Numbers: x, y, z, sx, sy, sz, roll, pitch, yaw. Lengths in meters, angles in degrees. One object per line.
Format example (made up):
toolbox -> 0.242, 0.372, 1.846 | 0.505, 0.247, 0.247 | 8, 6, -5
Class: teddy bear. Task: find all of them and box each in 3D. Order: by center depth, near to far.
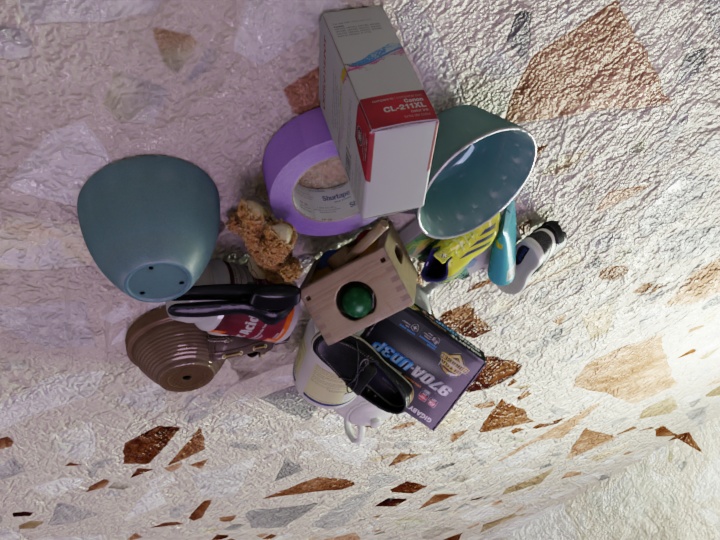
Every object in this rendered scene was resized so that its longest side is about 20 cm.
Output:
teddy bear -> -0.140, -0.034, 1.069 | 0.144, 0.067, 0.200 | 39, 163, -9

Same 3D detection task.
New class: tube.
tube -> 0.246, -0.044, 1.240 | 0.049, 0.079, 0.201 | 7, 150, 11

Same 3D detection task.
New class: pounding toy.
pounding toy -> 0.000, 0.000, 1.142 | 0.182, 0.200, 0.144 | -27, 103, 14

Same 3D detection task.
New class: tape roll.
tape roll -> -0.038, -0.138, 1.037 | 0.196, 0.066, 0.202 | -12, 145, -8

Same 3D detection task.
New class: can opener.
can opener -> -0.188, 0.041, 1.081 | 0.196, 0.064, 0.080 | 0, 133, -14

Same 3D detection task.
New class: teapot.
teapot -> 0.015, 0.272, 1.575 | 0.195, 0.148, 0.200 | -24, 147, 11

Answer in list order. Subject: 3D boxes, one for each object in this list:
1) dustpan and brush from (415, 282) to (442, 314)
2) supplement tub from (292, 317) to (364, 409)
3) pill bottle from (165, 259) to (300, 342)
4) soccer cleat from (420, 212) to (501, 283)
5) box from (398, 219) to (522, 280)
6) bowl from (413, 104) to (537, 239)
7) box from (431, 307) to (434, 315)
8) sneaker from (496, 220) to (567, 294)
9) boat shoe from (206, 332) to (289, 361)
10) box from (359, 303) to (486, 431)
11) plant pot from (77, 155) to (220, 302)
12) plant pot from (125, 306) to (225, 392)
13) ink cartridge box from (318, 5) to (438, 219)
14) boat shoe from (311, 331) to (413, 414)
dustpan and brush -> 0.099, 0.058, 1.293 | 0.199, 0.057, 0.140 | -36, 107, 3
supplement tub -> -0.045, 0.156, 1.382 | 0.142, 0.147, 0.201 | -3, 144, -21
pill bottle -> -0.205, 0.048, 1.180 | 0.198, 0.116, 0.114 | 14, 136, -39
soccer cleat -> 0.162, -0.044, 1.191 | 0.083, 0.065, 0.201 | -18, 154, -35
box -> 0.174, -0.058, 1.274 | 0.144, 0.037, 0.198 | -38, 140, 27
bowl -> 0.140, -0.153, 1.037 | 0.198, 0.106, 0.202 | -25, 149, -16
box -> 0.092, 0.139, 1.370 | 0.116, 0.203, 0.060 | -34, 142, 28
sneaker -> 0.324, -0.026, 1.358 | 0.111, 0.074, 0.200 | -33, 170, -20
boat shoe -> -0.195, 0.126, 1.299 | 0.071, 0.061, 0.199 | 5, -179, 33
box -> 0.090, 0.154, 1.241 | 0.198, 0.046, 0.160 | 35, 106, -6
plant pot -> -0.284, -0.038, 1.004 | 0.196, 0.137, 0.202 | -12, 146, -8
plant pot -> -0.316, 0.152, 1.301 | 0.197, 0.094, 0.202 | -12, 145, -8
ink cartridge box -> 0.014, -0.190, 0.864 | 0.081, 0.203, 0.147 | -12, 147, -12
boat shoe -> 0.004, 0.167, 1.195 | 0.199, 0.062, 0.075 | 37, 108, -6
